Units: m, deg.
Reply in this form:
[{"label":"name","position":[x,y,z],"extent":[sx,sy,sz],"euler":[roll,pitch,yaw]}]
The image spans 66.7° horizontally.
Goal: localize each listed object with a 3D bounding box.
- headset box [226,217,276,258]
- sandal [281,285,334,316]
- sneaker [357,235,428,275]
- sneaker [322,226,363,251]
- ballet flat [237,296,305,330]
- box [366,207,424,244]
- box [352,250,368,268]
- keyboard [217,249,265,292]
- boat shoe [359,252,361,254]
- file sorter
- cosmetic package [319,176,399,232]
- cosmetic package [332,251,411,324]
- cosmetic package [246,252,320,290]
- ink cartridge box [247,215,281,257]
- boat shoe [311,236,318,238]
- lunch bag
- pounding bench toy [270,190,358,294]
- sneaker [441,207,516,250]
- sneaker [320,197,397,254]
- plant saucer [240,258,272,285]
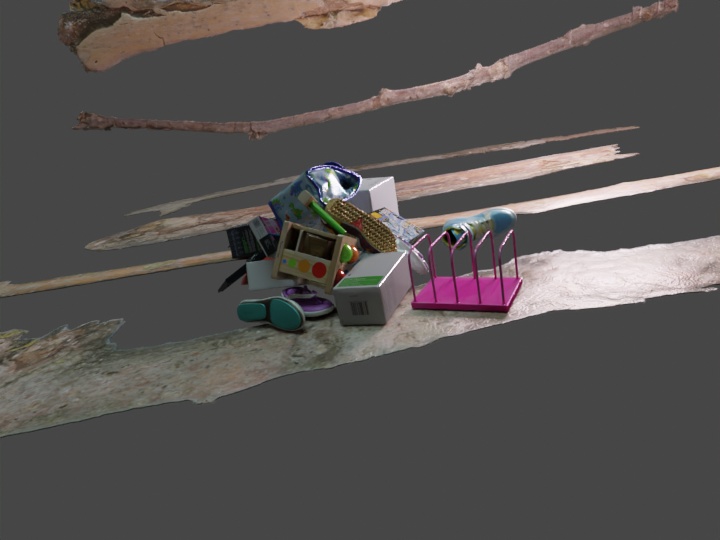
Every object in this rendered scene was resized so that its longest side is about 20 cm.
[{"label":"headset box","position":[-0.315,-0.105,1.697],"extent":[0.197,0.094,0.174],"euler":[-12,9,-7]},{"label":"sandal","position":[-0.131,0.059,1.226],"extent":[0.082,0.051,0.202],"euler":[-22,20,-29]},{"label":"sneaker","position":[0.075,-0.034,1.316],"extent":[0.199,0.100,0.075],"euler":[36,1,24]},{"label":"sneaker","position":[-0.011,-0.070,1.451],"extent":[0.197,0.074,0.083],"euler":[20,51,-7]},{"label":"ballet flat","position":[-0.179,0.086,1.170],"extent":[0.198,0.070,0.069],"euler":[1,22,37]},{"label":"box","position":[0.084,-0.110,1.458],"extent":[0.136,0.040,0.200],"euler":[33,20,10]},{"label":"box","position":[0.000,0.000,1.341],"extent":[0.041,0.039,0.200],"euler":[-3,20,17]},{"label":"keyboard","position":[-0.279,-0.018,1.413],"extent":[0.200,0.021,0.127],"euler":[-46,3,-41]},{"label":"boat shoe","position":[-0.048,-0.067,1.513],"extent":[0.073,0.070,0.200],"euler":[2,23,32]},{"label":"file sorter","position":[0.209,-0.006,1.106],"extent":[0.197,0.127,0.139],"euler":[0,22,29]},{"label":"cosmetic package","position":[-0.007,-0.182,1.671],"extent":[0.197,0.169,0.167],"euler":[2,22,31]},{"label":"cosmetic package","position":[0.031,0.034,1.156],"extent":[0.106,0.086,0.200],"euler":[-5,21,22]},{"label":"cosmetic package","position":[-0.166,0.003,1.334],"extent":[0.197,0.072,0.101],"euler":[-7,-1,14]},{"label":"ink cartridge box","position":[-0.210,-0.078,1.349],"extent":[0.037,0.096,0.200],"euler":[-30,-4,6]},{"label":"boat shoe","position":[-0.129,-0.056,1.414],"extent":[0.075,0.061,0.199],"euler":[13,-3,-29]},{"label":"lunch bag","position":[-0.106,-0.187,1.400],"extent":[0.169,0.129,0.199],"euler":[-30,-6,38]},{"label":"pounding bench toy","position":[-0.081,-0.061,1.195],"extent":[0.154,0.203,0.124],"euler":[14,2,15]},{"label":"sneaker","position":[0.300,-0.101,1.407],"extent":[0.197,0.081,0.131],"euler":[-13,14,24]},{"label":"sneaker","position":[-0.004,-0.086,1.285],"extent":[0.075,0.199,0.090],"euler":[-51,-4,-34]},{"label":"plant saucer","position":[-0.221,-0.023,1.539],"extent":[0.196,0.037,0.200],"euler":[-8,18,9]}]
